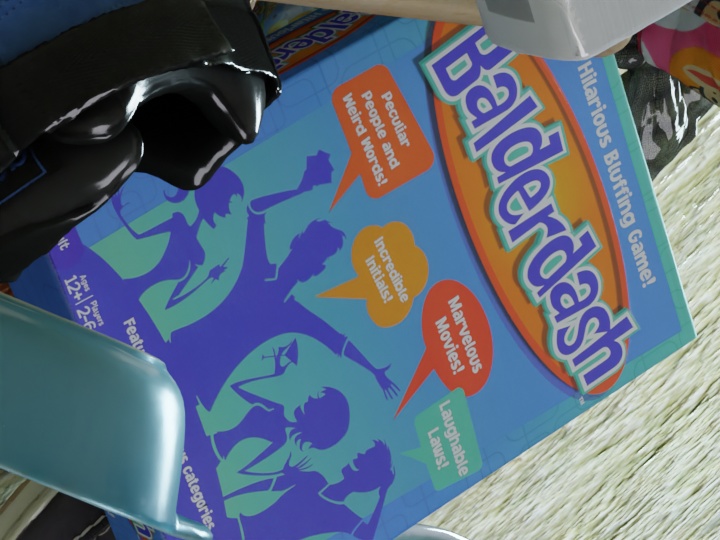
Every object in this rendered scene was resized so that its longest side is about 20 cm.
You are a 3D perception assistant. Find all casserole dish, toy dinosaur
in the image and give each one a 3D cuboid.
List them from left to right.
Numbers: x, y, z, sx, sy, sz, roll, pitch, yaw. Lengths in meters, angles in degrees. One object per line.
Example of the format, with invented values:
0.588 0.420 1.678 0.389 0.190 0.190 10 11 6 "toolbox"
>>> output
-0.122 0.011 0.594 0.121 0.200 0.039 161 -49 -81 "casserole dish"
0.089 -0.059 0.917 0.088 0.047 0.200 35 80 -31 "toy dinosaur"

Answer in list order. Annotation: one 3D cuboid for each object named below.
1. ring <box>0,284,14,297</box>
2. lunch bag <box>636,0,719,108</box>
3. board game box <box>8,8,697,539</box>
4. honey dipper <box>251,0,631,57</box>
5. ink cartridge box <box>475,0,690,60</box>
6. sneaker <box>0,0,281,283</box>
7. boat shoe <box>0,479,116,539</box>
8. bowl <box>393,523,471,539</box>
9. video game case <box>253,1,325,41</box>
-0.101 0.062 0.827 0.200 0.019 0.200 -31 147 -23 "ring"
0.194 -0.144 0.872 0.176 0.082 0.200 -15 135 -46 "lunch bag"
0.000 0.000 0.772 0.200 0.045 0.152 -32 116 -25 "board game box"
0.005 -0.076 0.704 0.200 0.038 0.038 4 133 -41 "honey dipper"
0.098 -0.169 0.661 0.200 0.050 0.161 -30 117 -22 "ink cartridge box"
-0.103 -0.052 0.538 0.200 0.111 0.077 -8 163 -42 "sneaker"
-0.038 0.069 0.828 0.200 0.065 0.072 -33 147 -20 "boat shoe"
-0.009 0.193 0.858 0.105 0.201 0.201 -18 175 38 "bowl"
-0.052 -0.064 0.763 0.200 0.018 0.143 -19 148 -43 "video game case"
